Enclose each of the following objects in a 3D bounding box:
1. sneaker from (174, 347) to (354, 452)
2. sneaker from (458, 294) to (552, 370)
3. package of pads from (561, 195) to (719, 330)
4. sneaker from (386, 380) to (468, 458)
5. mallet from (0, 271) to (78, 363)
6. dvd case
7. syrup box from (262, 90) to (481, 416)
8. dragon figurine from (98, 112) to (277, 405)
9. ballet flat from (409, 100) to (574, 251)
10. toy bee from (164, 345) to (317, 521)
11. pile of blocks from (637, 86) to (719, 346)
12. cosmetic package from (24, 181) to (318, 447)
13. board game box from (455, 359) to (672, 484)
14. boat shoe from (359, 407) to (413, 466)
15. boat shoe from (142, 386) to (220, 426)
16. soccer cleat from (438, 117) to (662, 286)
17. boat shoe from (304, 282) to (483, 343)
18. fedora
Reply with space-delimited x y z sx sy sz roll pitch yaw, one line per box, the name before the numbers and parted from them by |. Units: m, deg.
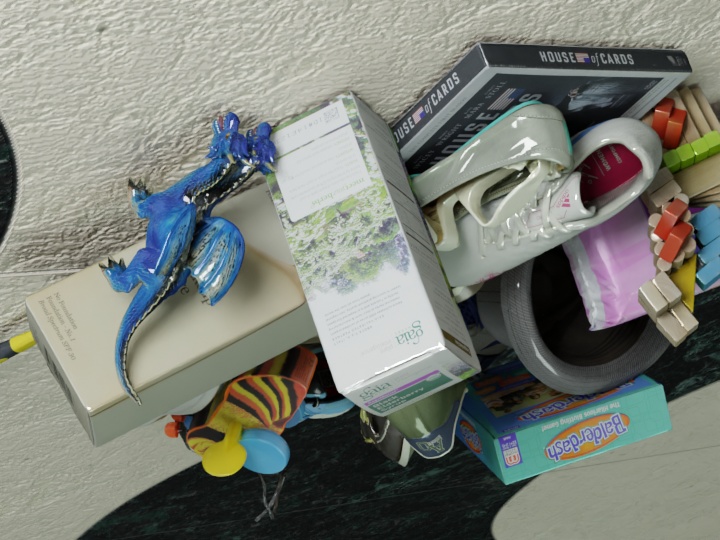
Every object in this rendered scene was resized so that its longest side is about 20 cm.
sneaker | -0.071 0.101 1.632 0.200 0.079 0.090 -18 171 -30
sneaker | 0.098 0.032 1.633 0.115 0.081 0.199 -35 161 27
package of pads | 0.253 -0.041 1.481 0.200 0.121 0.076 -20 180 -14
sneaker | 0.047 0.073 1.497 0.067 0.200 0.090 -22 116 16
mallet | -0.261 0.052 1.420 0.200 0.041 0.066 -22 157 18
dvd case | 0.122 -0.114 1.356 0.200 0.025 0.150 -4 154 -37
syrup box | 0.004 -0.010 1.261 0.079 0.200 0.081 -26 158 14
dragon figurine | -0.118 -0.013 1.239 0.059 0.200 0.099 28 162 -36
ballet flat | 0.066 -0.050 1.340 0.200 0.064 0.067 -31 156 29
toy bee | -0.105 0.129 1.526 0.108 0.131 0.200 17 118 0
pile of blocks | 0.245 -0.047 1.396 0.082 0.200 0.062 -1 168 7
cosmetic package | -0.125 0.030 1.328 0.200 0.104 0.073 -28 158 -16
board game box | 0.164 0.119 1.631 0.152 0.045 0.200 -17 -168 -8
boat shoe | 0.027 0.125 1.617 0.060 0.072 0.201 24 174 3
boat shoe | -0.174 0.086 1.508 0.069 0.071 0.200 4 158 -32
soccer cleat | 0.128 -0.047 1.364 0.200 0.070 0.086 -32 -167 14
boat shoe | 0.000 0.000 1.485 0.200 0.072 0.068 -18 127 25
fedora | 0.171 0.012 1.567 0.200 0.177 0.090 -17 -168 -38
